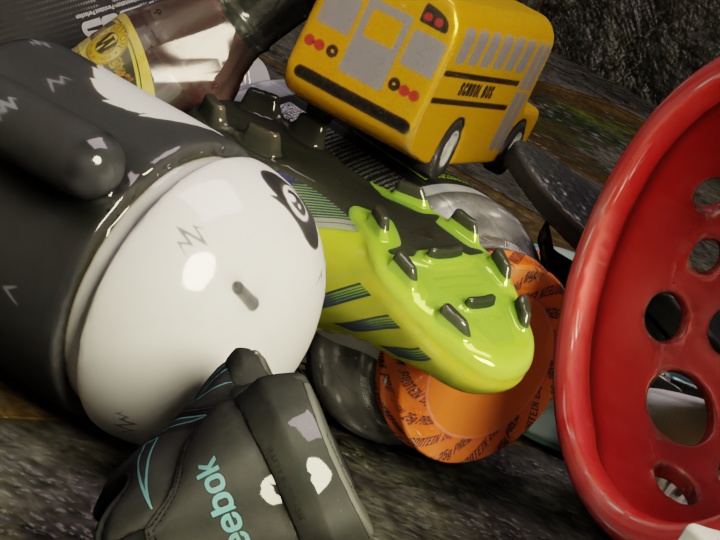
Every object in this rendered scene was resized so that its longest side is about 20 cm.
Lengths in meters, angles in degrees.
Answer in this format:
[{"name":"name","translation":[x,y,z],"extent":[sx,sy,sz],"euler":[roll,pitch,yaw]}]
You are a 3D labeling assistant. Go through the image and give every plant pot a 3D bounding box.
[{"name":"plant pot","translation":[0.201,0.033,0.840],"extent":[0.182,0.201,0.200],"euler":[19,13,-25]}]

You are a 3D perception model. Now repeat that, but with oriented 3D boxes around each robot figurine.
[{"name":"robot figurine","translation":[-0.107,-0.015,0.863],"extent":[0.200,0.125,0.150],"euler":[30,21,26]}]

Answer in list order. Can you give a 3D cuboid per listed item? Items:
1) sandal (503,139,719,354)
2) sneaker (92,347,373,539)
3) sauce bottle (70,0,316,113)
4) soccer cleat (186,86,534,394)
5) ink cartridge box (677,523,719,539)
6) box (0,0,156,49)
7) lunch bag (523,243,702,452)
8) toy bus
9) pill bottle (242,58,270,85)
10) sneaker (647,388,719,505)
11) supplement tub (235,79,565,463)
[{"name":"sandal","translation":[0.128,0.023,0.994],"extent":[0.200,0.048,0.075],"euler":[47,17,9]},{"name":"sneaker","translation":[-0.050,0.070,0.721],"extent":[0.076,0.079,0.200],"euler":[64,-7,3]},{"name":"sauce bottle","translation":[-0.101,-0.078,0.969],"extent":[0.066,0.200,0.066],"euler":[53,4,-5]},{"name":"soccer cleat","translation":[-0.007,0.000,0.909],"extent":[0.200,0.084,0.065],"euler":[38,31,32]},{"name":"ink cartridge box","translation":[0.187,0.174,0.690],"extent":[0.145,0.084,0.200],"euler":[20,13,-33]},{"name":"box","translation":[-0.183,-0.155,1.010],"extent":[0.200,0.044,0.160],"euler":[-28,94,-56]},{"name":"lunch bag","translation":[0.145,0.051,1.181],"extent":[0.160,0.077,0.200],"euler":[24,12,-3]},{"name":"toy bus","translation":[0.033,-0.089,0.977],"extent":[0.065,0.078,0.200],"euler":[28,12,15]},{"name":"pill bottle","translation":[-0.151,-0.115,1.260],"extent":[0.200,0.104,0.104],"euler":[14,15,-36]},{"name":"sneaker","translation":[0.145,0.105,0.961],"extent":[0.115,0.074,0.200],"euler":[16,15,-46]},{"name":"supplement tub","translation":[0.000,0.000,1.014],"extent":[0.122,0.123,0.200],"euler":[13,16,-41]}]
